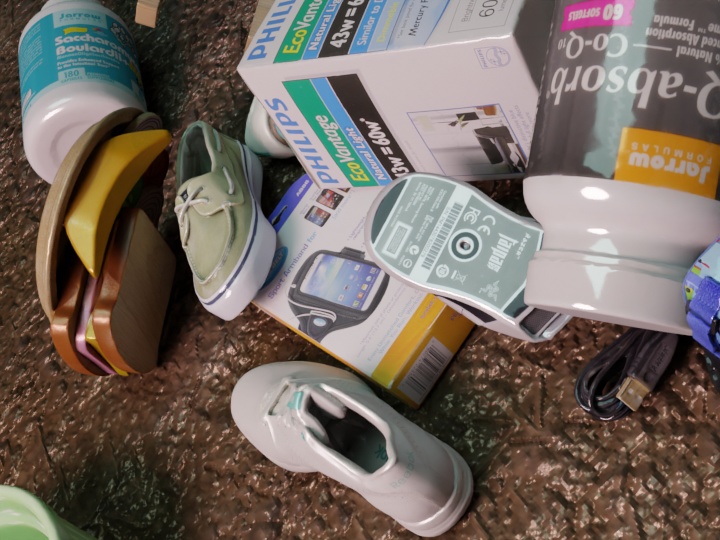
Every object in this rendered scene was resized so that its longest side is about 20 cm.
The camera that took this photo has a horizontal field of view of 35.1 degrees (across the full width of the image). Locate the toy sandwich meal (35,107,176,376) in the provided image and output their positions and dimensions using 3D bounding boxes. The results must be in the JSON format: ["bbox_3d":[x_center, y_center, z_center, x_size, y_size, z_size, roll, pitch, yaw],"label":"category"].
[{"bbox_3d":[-0.175,-0.021,0.854,0.070,0.205,0.206,14,68,11],"label":"toy sandwich meal"}]

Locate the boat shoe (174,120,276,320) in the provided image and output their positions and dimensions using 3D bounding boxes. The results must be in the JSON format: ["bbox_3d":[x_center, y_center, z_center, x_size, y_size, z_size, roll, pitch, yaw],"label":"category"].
[{"bbox_3d":[-0.109,-0.040,0.834,0.072,0.062,0.200,-44,30,19],"label":"boat shoe"}]

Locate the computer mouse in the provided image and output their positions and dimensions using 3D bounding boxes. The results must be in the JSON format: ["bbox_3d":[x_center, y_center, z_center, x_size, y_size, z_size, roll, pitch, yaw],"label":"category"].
[{"bbox_3d":[0.095,0.002,0.664,0.200,0.044,0.110,28,85,21],"label":"computer mouse"}]

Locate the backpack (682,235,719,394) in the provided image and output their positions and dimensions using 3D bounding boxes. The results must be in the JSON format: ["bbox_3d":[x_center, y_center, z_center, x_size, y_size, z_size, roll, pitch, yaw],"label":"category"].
[{"bbox_3d":[0.264,0.032,0.479,0.183,0.134,0.200,-45,46,5],"label":"backpack"}]

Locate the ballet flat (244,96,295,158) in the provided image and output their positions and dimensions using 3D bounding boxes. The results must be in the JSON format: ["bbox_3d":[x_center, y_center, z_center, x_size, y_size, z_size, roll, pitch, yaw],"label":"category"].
[{"bbox_3d":[-0.054,-0.179,0.931,0.069,0.069,0.201,-4,61,37],"label":"ballet flat"}]

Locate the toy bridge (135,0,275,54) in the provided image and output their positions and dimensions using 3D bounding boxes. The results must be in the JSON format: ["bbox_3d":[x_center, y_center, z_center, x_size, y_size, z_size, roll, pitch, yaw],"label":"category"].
[{"bbox_3d":[-0.075,-0.197,0.879,0.027,0.199,0.067,124,161,-64],"label":"toy bridge"}]

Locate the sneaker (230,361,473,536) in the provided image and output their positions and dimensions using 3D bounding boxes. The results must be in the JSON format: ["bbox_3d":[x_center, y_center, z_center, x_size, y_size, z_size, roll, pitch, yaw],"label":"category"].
[{"bbox_3d":[-0.024,0.090,0.697,0.200,0.088,0.075,18,75,44],"label":"sneaker"}]

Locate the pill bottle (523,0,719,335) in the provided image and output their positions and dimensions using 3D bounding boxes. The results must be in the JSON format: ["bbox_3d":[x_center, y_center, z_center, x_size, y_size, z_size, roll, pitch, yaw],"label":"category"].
[{"bbox_3d":[0.146,-0.073,0.579,0.116,0.116,0.201,8,86,41],"label":"pill bottle"}]

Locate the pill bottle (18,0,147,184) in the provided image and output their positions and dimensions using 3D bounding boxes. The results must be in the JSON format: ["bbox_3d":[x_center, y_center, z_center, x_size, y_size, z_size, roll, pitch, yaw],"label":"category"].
[{"bbox_3d":[-0.257,-0.173,1.048,0.111,0.111,0.200,-34,46,15],"label":"pill bottle"}]

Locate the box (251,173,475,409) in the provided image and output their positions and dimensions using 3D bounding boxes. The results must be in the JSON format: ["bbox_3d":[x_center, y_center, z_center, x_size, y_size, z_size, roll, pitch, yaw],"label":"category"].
[{"bbox_3d":[0.000,0.000,0.778,0.200,0.041,0.119,29,81,48],"label":"box"}]

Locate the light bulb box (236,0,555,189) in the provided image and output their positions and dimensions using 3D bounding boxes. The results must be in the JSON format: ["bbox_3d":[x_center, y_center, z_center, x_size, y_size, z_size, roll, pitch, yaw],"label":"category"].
[{"bbox_3d":[0.057,-0.169,0.761,0.199,0.125,0.199,-1,53,32],"label":"light bulb box"}]

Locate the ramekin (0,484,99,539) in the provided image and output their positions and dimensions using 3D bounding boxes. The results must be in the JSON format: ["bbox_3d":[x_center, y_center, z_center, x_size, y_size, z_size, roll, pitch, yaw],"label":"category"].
[{"bbox_3d":[-0.234,0.252,0.745,0.199,0.098,0.201,-20,51,27],"label":"ramekin"}]
